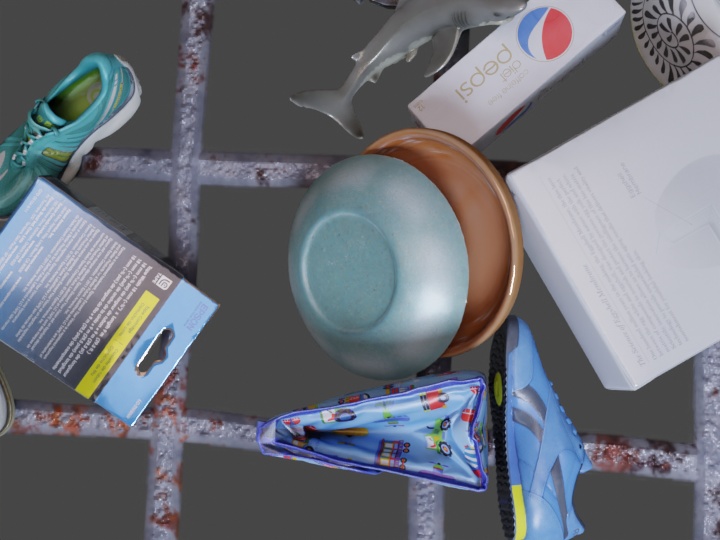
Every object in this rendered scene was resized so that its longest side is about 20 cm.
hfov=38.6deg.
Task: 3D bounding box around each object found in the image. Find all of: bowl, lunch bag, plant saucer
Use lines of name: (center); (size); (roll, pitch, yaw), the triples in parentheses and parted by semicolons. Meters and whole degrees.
bowl: (0.341, -0.243, 0.893); (0.200, 0.094, 0.201); (-1, 85, 9)
lunch bag: (0.008, 0.133, 0.875); (0.200, 0.151, 0.094); (-1, 85, 7)
plant saucer: (0.000, 0.000, 0.895); (0.201, 0.039, 0.201); (6, 100, 38)
plant saucer: (0.061, -0.025, 0.896); (0.200, 0.037, 0.201); (11, 106, 40)

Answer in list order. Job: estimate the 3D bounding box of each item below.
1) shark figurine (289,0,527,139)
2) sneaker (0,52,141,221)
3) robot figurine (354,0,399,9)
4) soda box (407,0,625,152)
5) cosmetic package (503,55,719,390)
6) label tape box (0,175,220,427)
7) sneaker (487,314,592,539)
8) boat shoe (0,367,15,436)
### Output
shark figurine: (0.033, -0.221, 0.922); (0.214, 0.090, 0.128); (-31, 37, 17)
sneaker: (-0.297, -0.133, 0.976); (0.078, 0.080, 0.200); (43, 92, 9)
robot figurine: (0.006, -0.340, 0.963); (0.200, 0.058, 0.145); (42, 92, 9)
soda box: (0.140, -0.183, 0.930); (0.200, 0.064, 0.068); (-41, 81, 2)
cosmetic package: (0.251, -0.033, 0.865); (0.200, 0.123, 0.200); (-29, 83, -2)
label tape box: (-0.251, 0.028, 0.957); (0.200, 0.063, 0.144); (36, 90, -7)
sneaker: (0.158, 0.138, 0.904); (0.078, 0.066, 0.200); (-4, 85, -4)
boat shoe: (-0.406, 0.078, 0.977); (0.075, 0.068, 0.200); (-38, 82, 3)
